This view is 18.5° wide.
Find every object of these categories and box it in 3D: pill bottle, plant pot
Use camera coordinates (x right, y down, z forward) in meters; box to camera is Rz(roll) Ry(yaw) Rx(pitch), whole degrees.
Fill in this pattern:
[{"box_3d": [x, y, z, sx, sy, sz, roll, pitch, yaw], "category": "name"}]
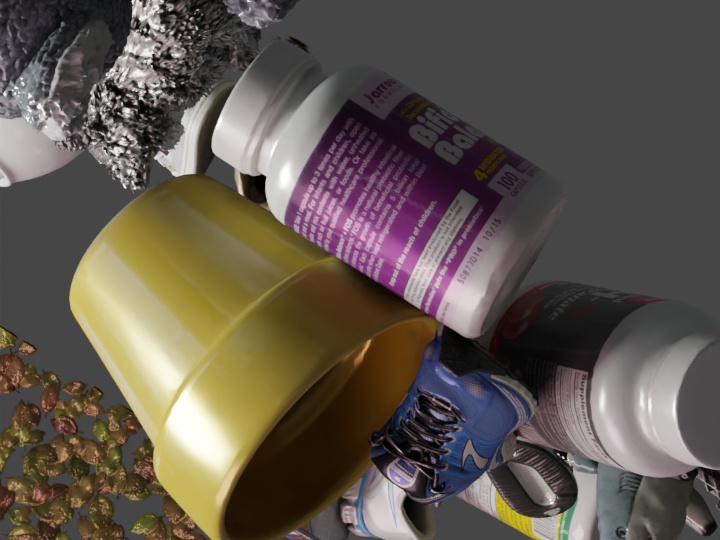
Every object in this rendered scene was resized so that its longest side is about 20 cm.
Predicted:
[{"box_3d": [0.014, -0.055, 1.335, 0.200, 0.112, 0.112, 32, 167, 9], "category": "pill bottle"}, {"box_3d": [0.171, 0.070, 1.403, 0.111, 0.111, 0.200, 41, 165, -27], "category": "pill bottle"}, {"box_3d": [-0.078, 0.044, 1.418, 0.189, 0.201, 0.201, 43, 171, 22], "category": "plant pot"}, {"box_3d": [0.131, 0.148, 1.779, 0.200, 0.113, 0.113, 26, 165, 31], "category": "pill bottle"}]

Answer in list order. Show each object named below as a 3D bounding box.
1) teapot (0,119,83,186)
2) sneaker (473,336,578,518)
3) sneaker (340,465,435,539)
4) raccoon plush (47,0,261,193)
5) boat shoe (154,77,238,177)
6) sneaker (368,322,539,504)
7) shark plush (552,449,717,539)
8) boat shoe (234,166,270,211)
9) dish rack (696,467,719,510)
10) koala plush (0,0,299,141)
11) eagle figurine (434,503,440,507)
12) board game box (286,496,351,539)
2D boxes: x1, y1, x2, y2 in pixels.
[{"box_3d": [-0.306, -0.133, 1.765, 0.197, 0.146, 0.200, 26, 166, 33], "category": "teapot"}, {"box_3d": [0.100, 0.078, 1.624, 0.076, 0.115, 0.201, -18, 125, 19], "category": "sneaker"}, {"box_3d": [0.042, 0.123, 1.740, 0.087, 0.200, 0.075, 17, -159, 39], "category": "sneaker"}, {"box_3d": [-0.144, -0.139, 1.363, 0.097, 0.134, 0.200, 30, 167, 21], "category": "raccoon plush"}, {"box_3d": [-0.128, -0.106, 1.593, 0.065, 0.075, 0.202, 31, 174, -4], "category": "boat shoe"}, {"box_3d": [0.056, 0.102, 1.401, 0.079, 0.089, 0.200, 40, 162, 19], "category": "sneaker"}, {"box_3d": [0.173, 0.117, 1.546, 0.200, 0.083, 0.091, 65, -178, 28], "category": "shark plush"}, {"box_3d": [-0.063, -0.074, 1.540, 0.072, 0.072, 0.200, 35, 167, -3], "category": "boat shoe"}, {"box_3d": [0.312, 0.159, 1.514, 0.200, 0.055, 0.153, 30, 165, 25], "category": "dish rack"}, {"box_3d": [-0.155, -0.165, 1.155, 0.177, 0.200, 0.184, 26, 165, 32], "category": "koala plush"}, {"box_3d": [0.008, 0.124, 1.909, 0.200, 0.151, 0.152, 34, 180, -32], "category": "eagle figurine"}, {"box_3d": [-0.036, 0.110, 1.765, 0.035, 0.200, 0.135, 1, 156, 33], "category": "board game box"}]
